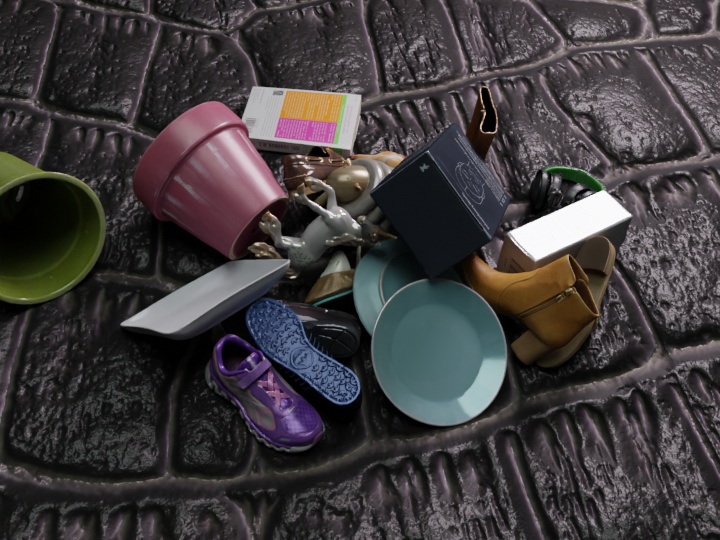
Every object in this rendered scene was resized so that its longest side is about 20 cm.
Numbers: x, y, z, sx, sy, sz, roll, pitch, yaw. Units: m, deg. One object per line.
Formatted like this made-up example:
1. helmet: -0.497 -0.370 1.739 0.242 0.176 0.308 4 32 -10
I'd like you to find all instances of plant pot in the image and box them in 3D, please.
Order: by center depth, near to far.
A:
1. plant pot: -0.505 -0.084 1.345 0.199 0.201 0.190 -29 44 -28
2. plant pot: -0.212 -0.123 1.397 0.179 0.200 0.200 43 56 11

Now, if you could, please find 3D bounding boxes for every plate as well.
1. plate: 0.106 0.111 1.261 0.198 0.026 0.202 4 78 -17
2. plate: -0.212 0.043 1.280 0.199 0.033 0.199 -33 17 -29
3. plate: 0.086 0.037 1.323 0.198 0.026 0.202 10 60 -17

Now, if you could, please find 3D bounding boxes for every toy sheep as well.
1. toy sheep: 0.017 -0.098 1.407 0.137 0.200 0.139 -15 62 31

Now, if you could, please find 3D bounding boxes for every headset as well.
1. headset: 0.333 -0.128 1.500 0.123 0.095 0.200 25 39 18

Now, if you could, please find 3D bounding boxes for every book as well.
1. book: -0.106 -0.259 1.618 0.198 0.048 0.134 8 50 4

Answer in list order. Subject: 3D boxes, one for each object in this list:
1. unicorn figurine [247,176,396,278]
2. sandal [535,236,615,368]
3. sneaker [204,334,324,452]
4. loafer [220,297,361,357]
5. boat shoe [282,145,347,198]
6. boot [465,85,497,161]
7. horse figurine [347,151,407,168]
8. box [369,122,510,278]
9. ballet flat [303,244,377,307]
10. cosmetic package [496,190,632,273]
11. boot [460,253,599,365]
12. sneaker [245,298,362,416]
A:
1. unicorn figurine: -0.055 -0.060 1.318 0.138 0.199 0.074 48 30 -11
2. sandal: 0.327 0.060 1.342 0.077 0.070 0.213 11 70 47
3. sneaker: -0.129 0.154 1.208 0.200 0.089 0.080 36 53 24
4. loafer: -0.095 0.077 1.303 0.198 0.072 0.063 10 28 4
5. boat shoe: -0.060 -0.163 1.461 0.070 0.071 0.200 -14 6 24
6. boot: 0.172 -0.210 1.488 0.068 0.201 0.189 6 47 0
7. horse figurine: 0.070 -0.159 1.505 0.131 0.050 0.200 9 19 -23
8. box: 0.119 -0.104 1.314 0.149 0.107 0.200 53 25 -6
9. ballet flat: 0.000 0.000 1.364 0.198 0.068 0.073 -16 85 -19
10. cosmetic package: 0.309 -0.037 1.410 0.199 0.102 0.074 -24 55 -25
11. boot: 0.240 0.018 1.308 0.070 0.144 0.202 0 52 -52
12. sneaker: -0.077 0.122 1.237 0.070 0.078 0.200 -41 69 -16
